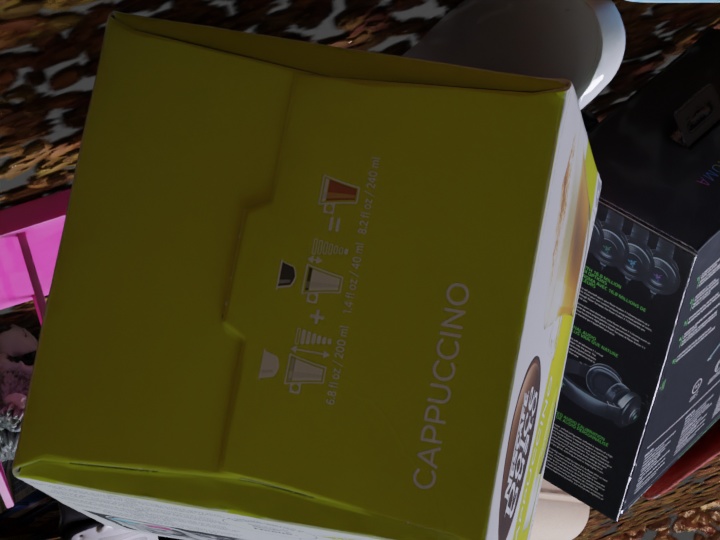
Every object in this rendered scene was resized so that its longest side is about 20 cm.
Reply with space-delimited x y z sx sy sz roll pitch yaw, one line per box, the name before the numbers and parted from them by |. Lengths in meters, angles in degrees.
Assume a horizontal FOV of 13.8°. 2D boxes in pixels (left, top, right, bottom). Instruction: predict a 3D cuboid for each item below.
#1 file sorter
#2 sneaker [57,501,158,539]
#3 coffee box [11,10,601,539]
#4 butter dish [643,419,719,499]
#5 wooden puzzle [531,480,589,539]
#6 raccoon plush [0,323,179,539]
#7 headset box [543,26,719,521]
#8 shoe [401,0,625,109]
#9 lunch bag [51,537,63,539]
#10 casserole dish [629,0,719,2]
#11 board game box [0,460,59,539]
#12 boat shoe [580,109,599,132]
file sorter | -0.109 0.029 1.501 0.199 0.126 0.139 -18 168 -7
sneaker | -0.118 0.137 1.803 0.115 0.076 0.200 -9 164 -34
coffee box | -0.015 0.020 1.284 0.199 0.200 0.198 10 171 9
butter dish | 0.158 0.015 1.793 0.147 0.201 0.199 10 157 -16
wooden puzzle | 0.112 0.073 1.911 0.037 0.201 0.185 4 175 21
raccoon plush | -0.142 0.113 1.671 0.097 0.200 0.134 -42 176 35
headset box | 0.160 -0.005 1.544 0.174 0.093 0.200 -40 151 -42
shoe | 0.074 -0.090 1.416 0.091 0.072 0.200 -11 170 -41
lunch bag | -0.167 0.230 1.959 0.170 0.124 0.200 -9 170 -16
casserole dish | 0.194 -0.163 1.344 0.200 0.039 0.121 -5 161 -45
board game box | -0.147 0.112 1.943 0.200 0.062 0.200 -4 158 -43
boat shoe | 0.105 -0.003 1.664 0.063 0.073 0.200 -30 138 -32
